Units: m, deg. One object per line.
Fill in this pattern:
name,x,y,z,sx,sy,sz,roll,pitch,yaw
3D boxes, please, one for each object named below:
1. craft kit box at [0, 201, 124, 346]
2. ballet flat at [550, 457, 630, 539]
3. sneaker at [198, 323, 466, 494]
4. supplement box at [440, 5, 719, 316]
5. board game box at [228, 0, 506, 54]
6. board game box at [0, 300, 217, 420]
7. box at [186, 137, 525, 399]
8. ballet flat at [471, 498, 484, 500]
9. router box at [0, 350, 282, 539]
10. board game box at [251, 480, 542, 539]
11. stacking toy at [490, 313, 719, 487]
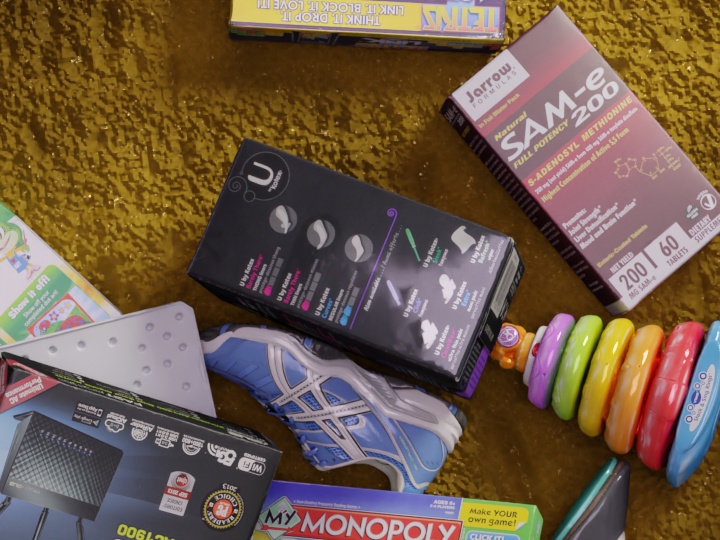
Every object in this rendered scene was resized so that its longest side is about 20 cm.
craft kit box,-0.268,0.072,1.463,0.198,0.049,0.200,43,83,-2
ballet flat,0.139,0.224,1.462,0.073,0.073,0.200,40,91,1
sneaker,-0.028,0.096,1.459,0.200,0.076,0.077,23,79,0
supplement box,0.163,-0.078,1.499,0.109,0.061,0.200,-40,87,-6
board game box,0.007,-0.246,1.508,0.200,0.057,0.166,3,86,-4
board game box,-0.193,0.138,1.428,0.200,0.026,0.200,-14,102,-15
box,0.000,0.000,1.431,0.200,0.122,0.106,21,83,10
ballet flat,0.037,0.241,1.452,0.069,0.071,0.200,40,83,0
router box,-0.171,0.156,1.391,0.200,0.062,0.150,19,93,-19
board game box,0.014,0.216,1.417,0.200,0.029,0.135,3,62,19
stacking toy,0.157,0.069,1.475,0.200,0.110,0.116,18,82,13
